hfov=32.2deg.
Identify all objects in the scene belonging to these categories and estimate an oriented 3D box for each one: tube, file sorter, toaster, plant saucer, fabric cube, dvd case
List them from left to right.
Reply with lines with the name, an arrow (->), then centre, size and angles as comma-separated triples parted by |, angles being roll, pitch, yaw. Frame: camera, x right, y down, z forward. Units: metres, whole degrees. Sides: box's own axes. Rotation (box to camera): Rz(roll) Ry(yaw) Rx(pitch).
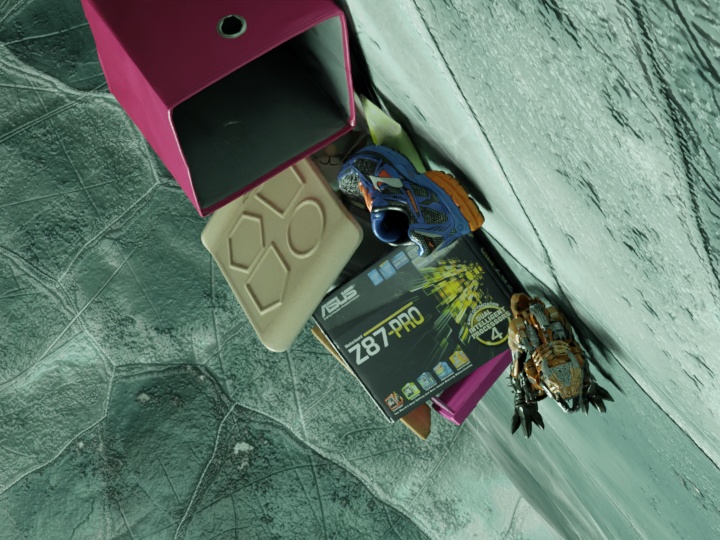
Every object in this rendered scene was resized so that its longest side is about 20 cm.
fabric cube -> -0.142, -0.217, 1.251 | 0.200, 0.196, 0.200 | 53, 166, 24
dvd case -> -0.030, -0.228, 1.363 | 0.143, 0.018, 0.200 | 51, 175, 32
toaster -> 0.000, 0.000, 1.477 | 0.129, 0.114, 0.200 | 22, 155, -11
plant saucer -> 0.021, 0.132, 1.574 | 0.200, 0.037, 0.200 | 43, 178, 2
tube -> 0.048, -0.104, 1.355 | 0.058, 0.052, 0.200 | 1, 141, 22
file sorter -> 0.104, 0.087, 1.513 | 0.125, 0.139, 0.200 | 40, 176, -1

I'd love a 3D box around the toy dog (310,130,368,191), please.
toy dog -> -0.032, -0.158, 1.493 | 0.200, 0.132, 0.097 | -144, 55, -62

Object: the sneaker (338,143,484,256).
sneaker -> 0.033, -0.070, 1.253 | 0.200, 0.078, 0.075 | 25, 152, 53

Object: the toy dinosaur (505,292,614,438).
toy dinosaur -> 0.186, 0.079, 1.220 | 0.200, 0.102, 0.136 | -70, -33, -54

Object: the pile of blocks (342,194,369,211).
pile of blocks -> 0.045, -0.087, 1.551 | 0.200, 0.082, 0.062 | -157, 71, -64

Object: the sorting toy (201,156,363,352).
sorting toy -> -0.088, -0.038, 1.403 | 0.036, 0.185, 0.200 | 9, -146, -45

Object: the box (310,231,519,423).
box -> 0.068, 0.049, 1.365 | 0.161, 0.200, 0.049 | 55, -160, -4

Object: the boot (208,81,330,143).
boot -> -0.123, -0.199, 1.407 | 0.200, 0.150, 0.073 | 49, 164, 38

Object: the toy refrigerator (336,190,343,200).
toy refrigerator -> -0.055, -0.113, 1.643 | 0.076, 0.070, 0.200 | 11, -165, 5
